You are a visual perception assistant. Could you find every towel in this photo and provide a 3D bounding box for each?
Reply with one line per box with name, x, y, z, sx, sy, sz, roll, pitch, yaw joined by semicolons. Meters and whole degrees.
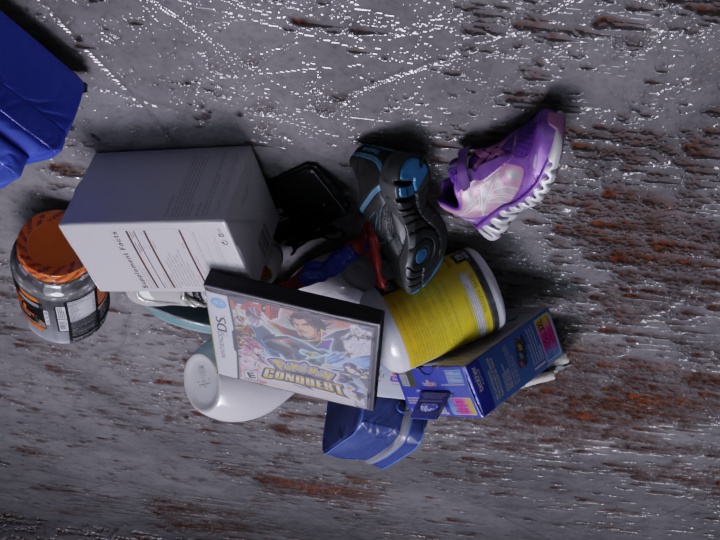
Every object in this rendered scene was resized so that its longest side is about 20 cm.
towel;0.204;0.171;1.375;0.200;0.035;0.193;-21;168;1

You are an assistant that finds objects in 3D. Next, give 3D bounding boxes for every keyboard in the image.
keyboard;-0.090;-0.069;1.156;0.200;0.040;0.104;-18;119;42

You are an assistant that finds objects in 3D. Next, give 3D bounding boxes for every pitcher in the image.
pitcher;-0.154;0.145;1.318;0.200;0.121;0.172;-6;168;-46

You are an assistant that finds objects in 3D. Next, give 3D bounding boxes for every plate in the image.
plate;-0.216;0.049;1.272;0.200;0.026;0.200;15;-168;-3

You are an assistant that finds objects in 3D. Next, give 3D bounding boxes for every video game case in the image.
video game case;-0.075;0.085;1.091;0.200;0.026;0.181;13;142;8

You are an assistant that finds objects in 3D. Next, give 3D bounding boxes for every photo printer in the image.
photo printer;0.000;0.043;1.287;0.200;0.070;0.166;23;148;-25

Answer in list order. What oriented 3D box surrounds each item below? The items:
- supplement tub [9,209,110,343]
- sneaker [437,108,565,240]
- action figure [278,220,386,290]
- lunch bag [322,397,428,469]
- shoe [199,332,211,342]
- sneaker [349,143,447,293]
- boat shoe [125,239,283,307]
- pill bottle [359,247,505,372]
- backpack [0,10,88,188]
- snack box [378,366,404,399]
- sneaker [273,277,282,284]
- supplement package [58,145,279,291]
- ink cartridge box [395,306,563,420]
supplement tub;-0.399;0.009;1.274;0.122;0.123;0.200;12;151;-7
sneaker;0.139;-0.102;0.978;0.088;0.081;0.200;22;151;-9
action figure;0.000;0.000;1.146;0.200;0.065;0.099;-39;104;21
lunch bag;0.034;0.237;1.570;0.132;0.136;0.200;18;149;-18
shoe;-0.146;0.080;1.403;0.091;0.072;0.200;24;151;-36
sneaker;0.043;-0.060;1.061;0.082;0.073;0.200;26;145;34
boat shoe;-0.191;0.011;1.141;0.200;0.070;0.071;-10;119;6
pill bottle;0.068;0.058;1.168;0.200;0.112;0.112;-23;152;-8
backpack;-0.408;-0.154;0.931;0.200;0.168;0.163;-7;142;34
snack box;0.037;0.150;1.407;0.200;0.053;0.142;2;-178;27
sneaker;-0.189;0.001;1.208;0.200;0.077;0.084;23;163;0
supplement package;-0.213;-0.057;1.086;0.200;0.121;0.120;0;139;16
ink cartridge box;0.139;0.122;1.208;0.136;0.200;0.076;-8;106;53
